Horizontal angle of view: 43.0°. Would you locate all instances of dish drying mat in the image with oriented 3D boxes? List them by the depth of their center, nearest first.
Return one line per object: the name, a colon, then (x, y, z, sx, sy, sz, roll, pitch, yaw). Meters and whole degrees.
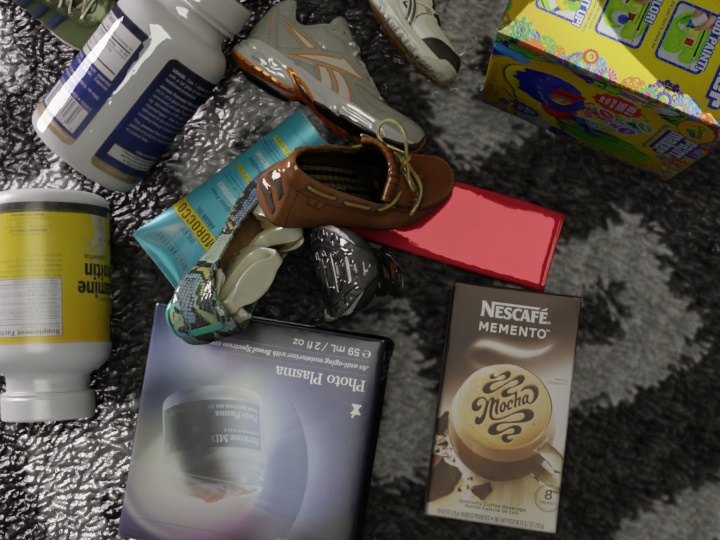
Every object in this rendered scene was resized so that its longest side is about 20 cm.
dish drying mat: (0.084, -0.045, 0.851, 0.199, 0.018, 0.077, 17, 86, 5)

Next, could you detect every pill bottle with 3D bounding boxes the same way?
pill bottle: (-0.191, -0.179, 0.819, 0.111, 0.111, 0.200, 42, 100, 6)
pill bottle: (-0.282, 0.032, 0.824, 0.112, 0.112, 0.201, -2, 86, 4)

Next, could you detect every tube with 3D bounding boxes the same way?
tube: (-0.116, -0.068, 0.856, 0.200, 0.050, 0.078, -40, 79, 5)

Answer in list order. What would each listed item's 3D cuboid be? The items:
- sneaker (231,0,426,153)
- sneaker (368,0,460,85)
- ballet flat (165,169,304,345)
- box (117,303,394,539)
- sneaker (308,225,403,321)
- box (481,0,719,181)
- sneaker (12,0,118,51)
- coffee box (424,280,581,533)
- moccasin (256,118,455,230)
sneaker: (-0.017, -0.182, 0.842, 0.200, 0.076, 0.092, 32, 84, 5)
sneaker: (0.043, -0.267, 0.841, 0.088, 0.076, 0.200, -35, 85, 1)
ballet flat: (-0.083, -0.016, 0.754, 0.074, 0.074, 0.200, 22, 51, 5)
box: (-0.085, 0.142, 0.798, 0.199, 0.123, 0.199, 8, 88, 6)
sneaker: (0.000, 0.000, 0.765, 0.079, 0.200, 0.074, -10, 86, -5)
box: (0.216, -0.182, 0.759, 0.192, 0.200, 0.122, 24, 88, 6)
sneaker: (-0.296, -0.268, 0.858, 0.200, 0.090, 0.067, 32, 88, 5)
coffee box: (0.124, 0.116, 0.804, 0.113, 0.080, 0.201, 7, 86, 5)
moccasin: (0.009, -0.080, 0.767, 0.078, 0.201, 0.074, -41, 60, 42)
